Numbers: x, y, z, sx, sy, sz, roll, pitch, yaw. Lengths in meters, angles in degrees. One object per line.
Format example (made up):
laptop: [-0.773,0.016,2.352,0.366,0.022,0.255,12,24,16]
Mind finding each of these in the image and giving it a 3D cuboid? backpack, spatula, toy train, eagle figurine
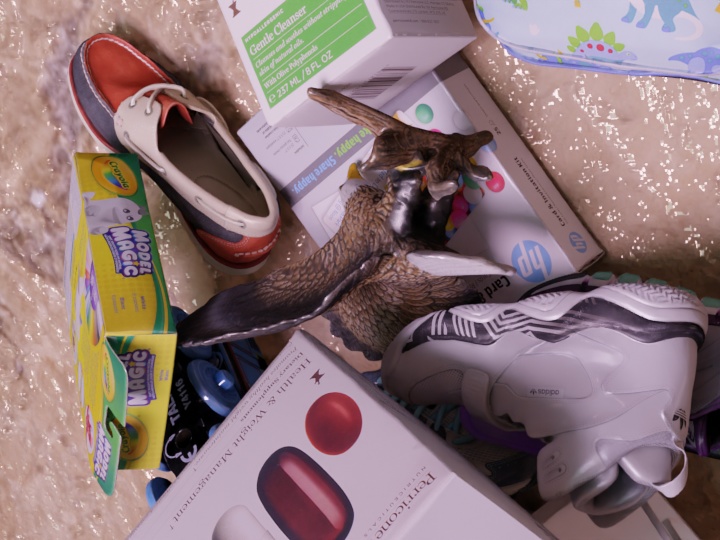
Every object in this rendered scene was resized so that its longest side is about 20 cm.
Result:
backpack: [0.149,-0.194,0.819,0.183,0.147,0.200,13,115,28]
spatula: [0.156,0.094,1.017,0.200,0.057,0.021,9,150,26]
toy train: [-0.096,0.107,1.109,0.087,0.114,0.200,-41,49,15]
eagle figurine: [0.001,-0.004,0.981,0.152,0.151,0.200,33,117,1]

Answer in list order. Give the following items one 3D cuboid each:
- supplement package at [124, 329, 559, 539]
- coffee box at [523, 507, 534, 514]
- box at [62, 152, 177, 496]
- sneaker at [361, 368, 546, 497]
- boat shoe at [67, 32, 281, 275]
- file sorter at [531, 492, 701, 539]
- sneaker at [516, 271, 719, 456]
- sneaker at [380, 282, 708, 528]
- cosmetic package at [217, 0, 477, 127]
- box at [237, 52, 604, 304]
supplement package: [-0.008,0.171,0.878,0.147,0.191,0.200,40,178,-30]
coffee box: [0.091,0.220,1.097,0.200,0.080,0.113,18,121,29]
box: [-0.149,0.031,1.030,0.200,0.048,0.117,-106,22,-47]
sneaker: [0.032,0.102,1.089,0.200,0.078,0.086,3,109,35]
boat shoe: [-0.121,-0.087,1.095,0.200,0.071,0.063,51,154,16]
file sorter: [0.163,0.232,0.940,0.139,0.125,0.200,-38,120,7]
sneaker: [0.169,0.057,0.938,0.200,0.088,0.074,6,137,26]
sneaker: [0.093,0.078,0.909,0.200,0.075,0.115,-12,62,34]
cosmetic package: [-0.029,-0.194,0.955,0.108,0.085,0.200,-34,74,38]
box: [0.033,-0.050,1.040,0.156,0.041,0.200,-37,89,41]
